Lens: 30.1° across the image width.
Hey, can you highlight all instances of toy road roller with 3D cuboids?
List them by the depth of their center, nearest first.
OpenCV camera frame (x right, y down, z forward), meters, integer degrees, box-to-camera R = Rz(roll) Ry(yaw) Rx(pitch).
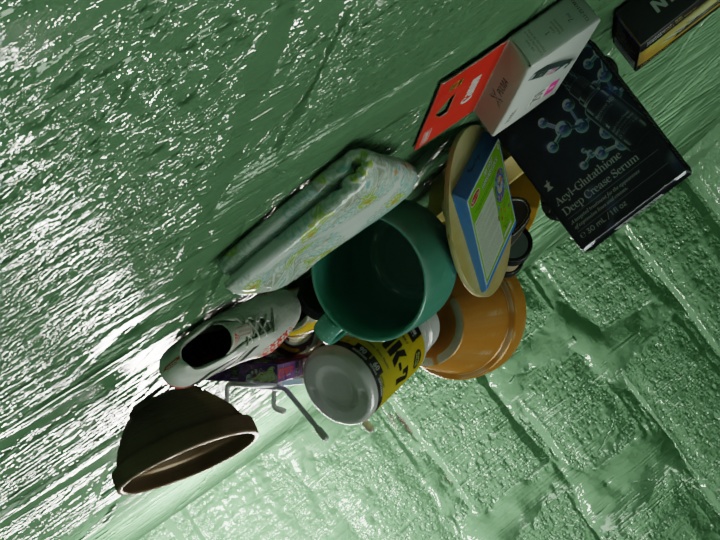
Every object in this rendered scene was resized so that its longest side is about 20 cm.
[{"bbox_3d":[0.185,-0.093,1.917,0.123,0.145,0.202,93,14,-79],"label":"toy road roller"}]

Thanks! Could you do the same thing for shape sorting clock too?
[{"bbox_3d":[0.137,-0.070,1.570,0.039,0.202,0.200,1,-171,24],"label":"shape sorting clock"}]

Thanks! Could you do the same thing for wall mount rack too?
[{"bbox_3d":[-0.083,0.181,1.825,0.172,0.075,0.199,4,-178,32],"label":"wall mount rack"}]

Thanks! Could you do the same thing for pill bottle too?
[{"bbox_3d":[0.020,0.111,1.804,0.114,0.114,0.200,-44,178,42],"label":"pill bottle"}]

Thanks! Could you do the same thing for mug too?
[{"bbox_3d":[0.023,-0.004,1.556,0.184,0.154,0.114,-10,-170,33],"label":"mug"}]

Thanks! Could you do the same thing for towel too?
[{"bbox_3d":[-0.041,-0.048,1.363,0.200,0.048,0.171,-39,172,14],"label":"towel"}]

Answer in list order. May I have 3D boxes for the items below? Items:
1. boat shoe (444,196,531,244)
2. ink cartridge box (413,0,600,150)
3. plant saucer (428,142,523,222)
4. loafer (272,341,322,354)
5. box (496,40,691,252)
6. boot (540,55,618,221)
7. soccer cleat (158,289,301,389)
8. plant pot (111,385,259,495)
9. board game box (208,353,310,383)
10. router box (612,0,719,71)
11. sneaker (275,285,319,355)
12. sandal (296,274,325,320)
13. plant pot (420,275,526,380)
[{"bbox_3d":[0.154,-0.046,1.775,0.200,0.072,0.061,-30,174,-24],"label":"boat shoe"},{"bbox_3d":[0.147,-0.189,1.386,0.173,0.044,0.200,-36,172,-13],"label":"ink cartridge box"},{"bbox_3d":[0.176,-0.143,1.747,0.200,0.049,0.200,-39,171,16],"label":"plant saucer"},{"bbox_3d":[-0.051,0.097,1.981,0.198,0.072,0.073,-22,168,-17],"label":"loafer"},{"bbox_3d":[0.262,-0.147,1.543,0.148,0.201,0.107,-39,172,16],"label":"box"},{"bbox_3d":[0.287,-0.165,1.688,0.132,0.069,0.202,-29,136,-66],"label":"boot"},{"bbox_3d":[-0.144,0.075,1.556,0.199,0.069,0.085,-27,173,-29],"label":"soccer cleat"},{"bbox_3d":[-0.240,0.212,1.753,0.199,0.093,0.201,-22,165,-6],"label":"plant pot"},{"bbox_3d":[-0.138,0.128,1.781,0.119,0.033,0.200,5,-179,12],"label":"board game box"},{"bbox_3d":[0.394,-0.331,1.592,0.199,0.052,0.157,-38,172,7],"label":"router box"},{"bbox_3d":[-0.086,0.060,1.742,0.089,0.076,0.200,-4,158,-32],"label":"sneaker"},{"bbox_3d":[-0.001,0.000,1.675,0.200,0.075,0.048,-33,160,-27],"label":"sandal"},{"bbox_3d":[0.125,0.068,1.975,0.200,0.201,0.183,-39,168,21],"label":"plant pot"}]
